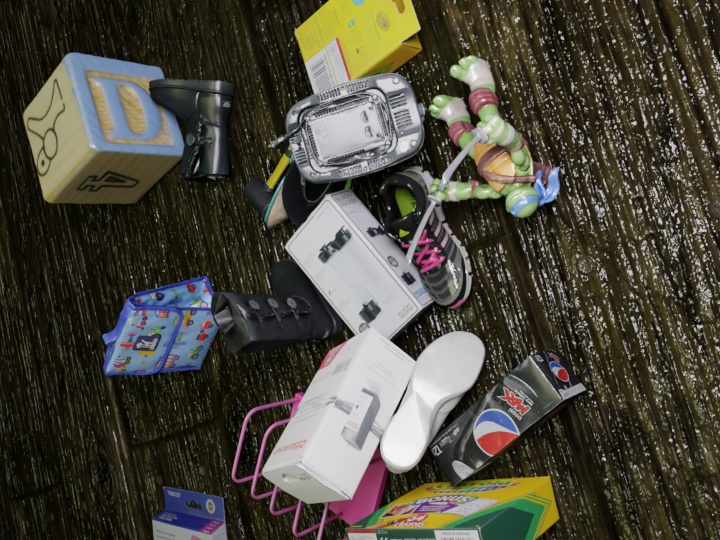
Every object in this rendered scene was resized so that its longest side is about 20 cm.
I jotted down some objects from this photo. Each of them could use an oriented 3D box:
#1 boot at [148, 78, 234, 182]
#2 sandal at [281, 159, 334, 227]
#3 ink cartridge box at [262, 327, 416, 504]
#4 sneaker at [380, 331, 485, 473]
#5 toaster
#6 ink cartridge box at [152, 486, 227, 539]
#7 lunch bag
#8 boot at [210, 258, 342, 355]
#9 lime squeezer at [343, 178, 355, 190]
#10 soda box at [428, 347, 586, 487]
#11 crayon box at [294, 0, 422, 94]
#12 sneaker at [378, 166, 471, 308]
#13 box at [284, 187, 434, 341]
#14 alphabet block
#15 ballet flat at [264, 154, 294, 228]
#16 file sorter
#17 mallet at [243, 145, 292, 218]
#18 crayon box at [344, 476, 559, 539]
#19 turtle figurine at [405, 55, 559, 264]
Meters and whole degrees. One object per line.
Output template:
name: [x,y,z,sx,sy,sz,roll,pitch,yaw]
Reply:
boot: [-0.301,-0.242,1.256,0.199,0.076,0.170,11,97,34]
sandal: [-0.060,-0.151,1.034,0.043,0.075,0.202,-111,40,-63]
ink cartridge box: [-0.028,0.190,0.933,0.085,0.201,0.146,38,149,-10]
sneaker: [0.088,0.168,0.923,0.075,0.089,0.201,32,70,17]
toaster: [-0.013,-0.175,0.940,0.198,0.129,0.115,-17,93,5]
ink cartridge box: [-0.320,0.520,1.356,0.195,0.043,0.202,-8,90,41]
lunch bag: [-0.350,0.101,1.244,0.094,0.199,0.151,46,121,29]
boot: [-0.139,0.046,1.057,0.165,0.199,0.066,45,120,29]
lime squeezer: [0.007,-0.082,1.038,0.070,0.038,0.202,-25,74,6]
soda box: [0.173,0.181,0.881,0.200,0.070,0.064,-50,63,32]
crayon box: [0.004,-0.328,1.002,0.199,0.051,0.128,-26,77,40]
sneaker: [0.076,-0.043,0.937,0.073,0.087,0.202,-28,75,38]
box: [0.000,0.000,0.995,0.200,0.060,0.117,49,124,10]
alphabet block: [-0.469,-0.250,1.325,0.199,0.195,0.197,-28,74,38]
ballet flat: [-0.084,-0.139,1.088,0.067,0.068,0.201,27,115,3]
file sorter: [-0.078,0.298,1.073,0.199,0.125,0.140,26,109,37]
mallet: [-0.111,-0.166,1.128,0.200,0.041,0.066,-47,64,29]
crayon box: [0.112,0.306,0.877,0.199,0.172,0.059,-17,86,40]
turtle figurine: [0.118,-0.144,0.840,0.198,0.144,0.195,-17,60,3]
